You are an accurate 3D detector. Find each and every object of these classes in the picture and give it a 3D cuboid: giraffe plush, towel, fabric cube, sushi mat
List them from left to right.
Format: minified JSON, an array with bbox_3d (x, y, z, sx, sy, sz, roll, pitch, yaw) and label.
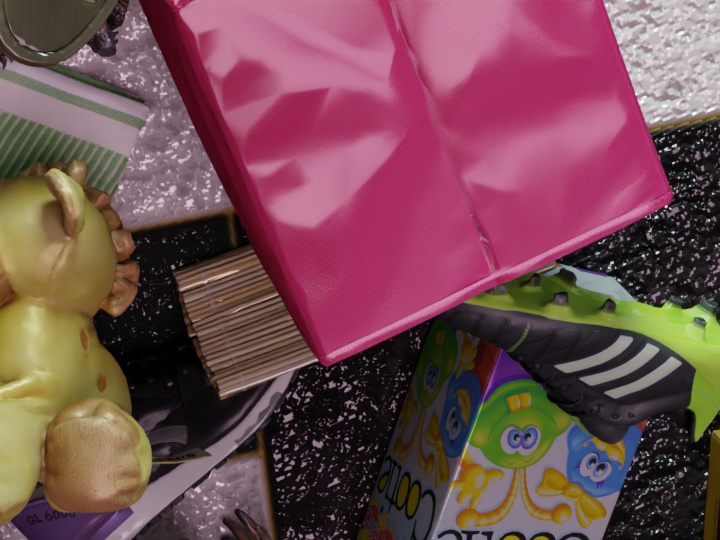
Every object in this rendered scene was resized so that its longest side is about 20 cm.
[{"bbox_3d":[-0.214,-0.024,1.202,0.152,0.023,0.201,19,106,-20],"label":"towel"},{"bbox_3d":[-0.166,0.029,1.122,0.199,0.172,0.163,-11,99,-45],"label":"giraffe plush"},{"bbox_3d":[0.000,0.000,1.234,0.199,0.096,0.012,-21,141,-7],"label":"sushi mat"},{"bbox_3d":[0.011,-0.109,1.137,0.199,0.196,0.200,-25,113,-4],"label":"fabric cube"}]

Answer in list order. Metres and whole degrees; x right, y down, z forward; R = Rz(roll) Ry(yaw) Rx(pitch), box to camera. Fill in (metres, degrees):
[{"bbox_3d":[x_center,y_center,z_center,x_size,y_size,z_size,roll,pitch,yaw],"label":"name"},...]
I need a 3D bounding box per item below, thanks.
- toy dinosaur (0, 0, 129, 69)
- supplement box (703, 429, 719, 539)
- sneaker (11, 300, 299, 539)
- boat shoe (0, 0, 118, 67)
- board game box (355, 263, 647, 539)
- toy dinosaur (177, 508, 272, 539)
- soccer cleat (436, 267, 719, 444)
[{"bbox_3d":[-0.216,-0.137,1.123,0.199,0.102,0.137,8,66,-2],"label":"toy dinosaur"},{"bbox_3d":[0.299,0.218,1.340,0.132,0.200,0.198,-5,112,-14],"label":"supplement box"},{"bbox_3d":[-0.117,0.076,1.241,0.200,0.076,0.088,-44,109,4],"label":"sneaker"},{"bbox_3d":[-0.144,-0.189,1.093,0.072,0.068,0.201,17,77,-26],"label":"boat shoe"},{"bbox_3d":[0.083,0.102,1.287,0.102,0.105,0.201,13,106,-20],"label":"board game box"},{"bbox_3d":[-0.092,0.183,1.252,0.135,0.086,0.200,-36,160,-3],"label":"toy dinosaur"},{"bbox_3d":[0.114,0.045,1.176,0.199,0.068,0.081,13,109,-28],"label":"soccer cleat"}]
